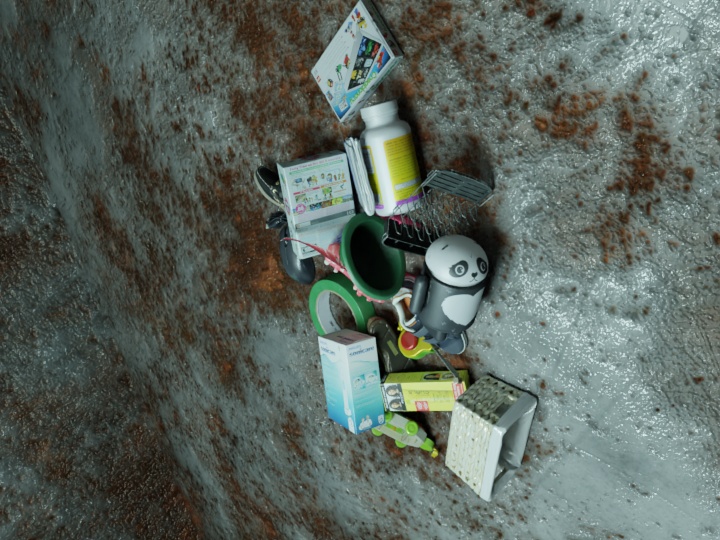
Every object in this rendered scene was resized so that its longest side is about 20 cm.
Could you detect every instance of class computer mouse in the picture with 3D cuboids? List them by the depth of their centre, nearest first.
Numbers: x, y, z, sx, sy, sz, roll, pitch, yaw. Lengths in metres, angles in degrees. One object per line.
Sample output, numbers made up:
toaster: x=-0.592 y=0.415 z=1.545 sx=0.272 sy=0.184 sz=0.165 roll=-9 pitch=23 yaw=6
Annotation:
computer mouse: x=-0.181 y=-0.052 z=1.468 sx=0.136 sy=0.052 sz=0.205 roll=-10 pitch=103 yaw=47

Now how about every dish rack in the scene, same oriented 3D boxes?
dish rack: x=0.143 y=-0.102 z=1.045 sx=0.200 sy=0.150 sz=0.056 roll=-43 pitch=45 yaw=46

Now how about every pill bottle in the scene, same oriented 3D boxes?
pill bottle: x=0.057 y=-0.216 z=1.097 sx=0.102 sy=0.103 sz=0.206 roll=2 pitch=112 yaw=44

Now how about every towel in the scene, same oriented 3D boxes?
towel: x=-0.003 y=-0.195 z=1.144 sx=0.200 sy=0.023 sz=0.151 roll=-109 pitch=4 yaw=-76

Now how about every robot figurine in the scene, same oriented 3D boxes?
robot figurine: x=0.169 y=0.034 z=1.062 sx=0.122 sy=0.151 sz=0.205 roll=18 pitch=125 yaw=15

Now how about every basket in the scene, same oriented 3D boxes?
basket: x=0.261 y=0.335 z=1.164 sx=0.122 sy=0.134 sz=0.205 roll=29 pitch=130 yaw=36

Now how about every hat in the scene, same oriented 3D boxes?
hat: x=-0.025 y=-0.020 z=1.191 sx=0.174 sy=0.164 sz=0.205 roll=-21 pitch=93 yaw=48

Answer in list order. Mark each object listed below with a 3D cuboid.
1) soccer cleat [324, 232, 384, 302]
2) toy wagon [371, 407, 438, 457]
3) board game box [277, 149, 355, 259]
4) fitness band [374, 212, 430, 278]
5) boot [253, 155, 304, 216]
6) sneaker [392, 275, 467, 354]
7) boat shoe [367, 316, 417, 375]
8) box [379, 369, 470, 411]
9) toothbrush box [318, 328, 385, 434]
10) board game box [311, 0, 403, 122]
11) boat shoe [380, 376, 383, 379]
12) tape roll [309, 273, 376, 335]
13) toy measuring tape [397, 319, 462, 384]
soccer cleat: x=0.000 y=0.000 z=1.272 sx=0.199 sy=0.078 sz=0.066 roll=41 pitch=156 yaw=-32
toy wagon: x=0.103 y=0.392 z=1.390 sx=0.196 sy=0.040 sz=0.156 roll=25 pitch=153 yaw=6
board game box: x=-0.091 y=-0.146 z=1.250 sx=0.064 sy=0.144 sz=0.206 roll=-139 pitch=37 yaw=-62
fitness band: x=0.084 y=-0.045 z=1.216 sx=0.197 sy=0.037 sz=0.147 roll=30 pitch=127 yaw=30
boot: x=-0.161 y=-0.210 z=1.347 sx=0.201 sy=0.073 sz=0.151 roll=47 pitch=138 yaw=11
sneaker: x=0.137 y=0.111 z=1.183 sx=0.200 sy=0.080 sz=0.078 roll=46 pitch=130 yaw=-4
boat shoe: x=0.075 y=0.195 z=1.339 sx=0.204 sy=0.070 sz=0.076 roll=66 pitch=170 yaw=-12
box: x=0.144 y=0.267 z=1.257 sx=0.194 sy=0.050 sz=0.077 roll=-6 pitch=109 yaw=23
toothbrush box: x=-0.022 y=0.251 z=1.320 sx=0.145 sy=0.083 sz=0.207 roll=3 pitch=103 yaw=61
board game box: x=-0.012 y=-0.405 z=1.118 sx=0.199 sy=0.034 sz=0.128 roll=-36 pitch=83 yaw=49
boat shoe: x=0.061 y=0.308 z=1.407 sx=0.197 sy=0.071 sz=0.066 roll=15 pitch=130 yaw=48
tape roll: x=-0.046 y=0.111 z=1.420 sx=0.197 sy=0.048 sz=0.206 roll=24 pitch=126 yaw=35
toy measuring tape: x=0.138 y=0.185 z=1.237 sx=0.201 sy=0.072 sz=0.075 roll=52 pitch=140 yaw=32
